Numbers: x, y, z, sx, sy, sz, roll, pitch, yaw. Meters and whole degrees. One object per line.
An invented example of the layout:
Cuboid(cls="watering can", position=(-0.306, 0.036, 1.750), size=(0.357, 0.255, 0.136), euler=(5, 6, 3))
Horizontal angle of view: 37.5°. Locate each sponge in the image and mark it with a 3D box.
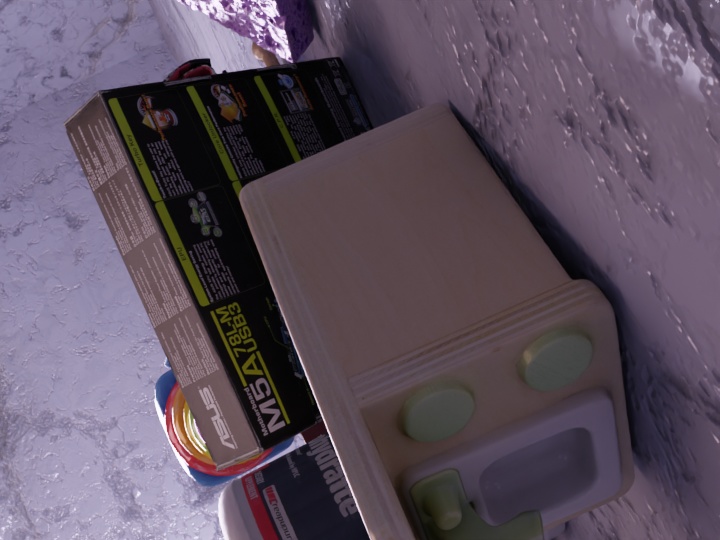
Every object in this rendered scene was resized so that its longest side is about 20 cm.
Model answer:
Cuboid(cls="sponge", position=(-0.124, -0.217, 0.691), size=(0.200, 0.030, 0.112), euler=(30, 163, 19))

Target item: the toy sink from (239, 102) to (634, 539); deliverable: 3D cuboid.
Cuboid(cls="toy sink", position=(0.041, 0.046, 0.444), size=(0.200, 0.112, 0.131), euler=(-116, 3, -47))

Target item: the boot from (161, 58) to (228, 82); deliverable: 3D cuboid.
Cuboid(cls="boot", position=(-0.105, -0.116, 0.887), size=(0.073, 0.204, 0.154), euler=(24, 141, 17))

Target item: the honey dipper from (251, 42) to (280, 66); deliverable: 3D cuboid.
Cuboid(cls="honey dipper", position=(-0.047, -0.123, 0.872), size=(0.038, 0.038, 0.200), euler=(73, 173, -59))

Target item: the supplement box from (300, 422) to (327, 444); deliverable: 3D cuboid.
Cuboid(cls="supplement box", position=(-0.014, 0.091, 1.004), size=(0.198, 0.133, 0.200), euler=(62, 174, 15))

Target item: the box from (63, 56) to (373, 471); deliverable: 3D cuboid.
Cuboid(cls="box", position=(-0.043, -0.016, 0.600), size=(0.047, 0.193, 0.200), euler=(-28, 86, 44))

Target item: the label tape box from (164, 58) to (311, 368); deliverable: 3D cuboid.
Cuboid(cls="label tape box", position=(-0.085, -0.041, 0.768), size=(0.143, 0.066, 0.200), euler=(122, 156, -55))

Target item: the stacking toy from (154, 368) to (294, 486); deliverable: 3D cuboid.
Cuboid(cls="stacking toy", position=(-0.106, 0.122, 0.899), size=(0.116, 0.110, 0.200), euler=(65, 163, 0))

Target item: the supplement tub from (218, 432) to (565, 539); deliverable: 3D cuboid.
Cuboid(cls="supplement tub", position=(0.019, 0.166, 0.710), size=(0.141, 0.200, 0.140), euler=(62, 174, 12))
